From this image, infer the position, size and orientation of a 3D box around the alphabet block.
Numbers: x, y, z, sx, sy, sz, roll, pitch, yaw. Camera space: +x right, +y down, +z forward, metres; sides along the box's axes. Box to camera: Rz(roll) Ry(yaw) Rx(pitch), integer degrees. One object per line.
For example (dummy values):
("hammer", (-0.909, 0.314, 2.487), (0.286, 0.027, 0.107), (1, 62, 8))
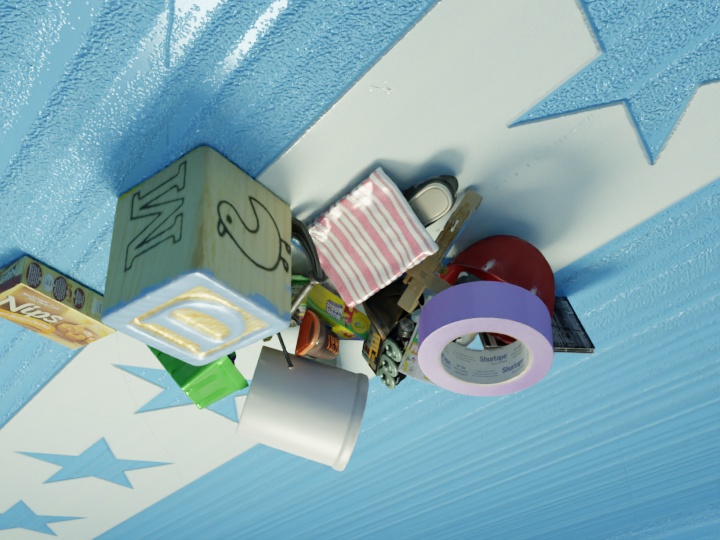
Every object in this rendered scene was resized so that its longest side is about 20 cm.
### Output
("alphabet block", (-0.223, -0.013, 1.073), (0.194, 0.204, 0.195), (-22, 144, 27))

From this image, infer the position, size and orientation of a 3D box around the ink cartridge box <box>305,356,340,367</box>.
("ink cartridge box", (-0.075, 0.257, 1.553), (0.082, 0.147, 0.201), (-5, 147, 2))

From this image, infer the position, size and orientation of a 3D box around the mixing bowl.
("mixing bowl", (0.233, 0.018, 1.218), (0.198, 0.109, 0.201), (32, 159, 14))

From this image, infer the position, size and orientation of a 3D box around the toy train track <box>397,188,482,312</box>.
("toy train track", (0.121, -0.028, 1.148), (0.202, 0.114, 0.032), (-58, 156, 7))

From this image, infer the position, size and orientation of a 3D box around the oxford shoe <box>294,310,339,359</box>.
("oxford shoe", (-0.065, 0.110, 1.258), (0.071, 0.073, 0.200), (13, 171, -6))

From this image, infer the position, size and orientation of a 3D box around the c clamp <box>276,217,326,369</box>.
("c clamp", (-0.105, 0.025, 1.187), (0.027, 0.172, 0.201), (-11, 148, -38))

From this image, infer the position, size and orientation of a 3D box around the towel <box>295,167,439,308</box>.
("towel", (0.006, -0.041, 1.134), (0.199, 0.030, 0.147), (-35, 97, 39))

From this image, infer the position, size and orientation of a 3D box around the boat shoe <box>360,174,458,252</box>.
("boat shoe", (0.066, -0.080, 1.133), (0.198, 0.057, 0.067), (-28, 101, 38))

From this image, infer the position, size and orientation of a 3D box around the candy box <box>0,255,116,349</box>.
("candy box", (-0.517, 0.059, 1.284), (0.114, 0.056, 0.200), (-21, 143, 25))

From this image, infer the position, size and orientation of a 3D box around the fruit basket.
("fruit basket", (-0.253, 0.093, 1.284), (0.210, 0.220, 0.156), (-8, 148, 7))

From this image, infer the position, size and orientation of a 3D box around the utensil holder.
("utensil holder", (-0.101, 0.235, 1.339), (0.196, 0.172, 0.171), (19, 144, -6))

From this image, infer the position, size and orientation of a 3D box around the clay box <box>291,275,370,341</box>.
("clay box", (-0.084, 0.065, 1.316), (0.113, 0.049, 0.199), (-1, 156, 40))

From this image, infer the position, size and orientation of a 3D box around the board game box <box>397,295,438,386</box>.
("board game box", (0.134, 0.129, 1.348), (0.034, 0.137, 0.200), (22, 177, 23))

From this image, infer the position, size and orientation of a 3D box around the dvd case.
("dvd case", (0.293, 0.092, 1.343), (0.195, 0.150, 0.016), (3, 124, -10))

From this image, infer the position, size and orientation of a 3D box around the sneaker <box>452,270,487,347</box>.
("sneaker", (0.163, 0.074, 1.188), (0.073, 0.080, 0.201), (31, 156, 18))

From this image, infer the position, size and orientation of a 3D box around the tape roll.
("tape roll", (0.182, 0.104, 1.126), (0.195, 0.067, 0.202), (3, 140, 2))

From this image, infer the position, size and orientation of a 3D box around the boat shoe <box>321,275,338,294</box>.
("boat shoe", (0.000, 0.000, 1.236), (0.070, 0.071, 0.199), (18, 143, -36))

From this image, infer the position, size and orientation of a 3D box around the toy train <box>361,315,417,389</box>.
("toy train", (0.056, 0.134, 1.411), (0.084, 0.114, 0.202), (-29, 151, -23))

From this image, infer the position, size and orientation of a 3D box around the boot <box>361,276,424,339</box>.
("boot", (0.056, 0.048, 1.244), (0.096, 0.200, 0.076), (-28, 101, 5))

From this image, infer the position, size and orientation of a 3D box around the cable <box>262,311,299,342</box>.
("cable", (-0.169, 0.077, 1.327), (0.097, 0.051, 0.199), (37, 147, -13))
